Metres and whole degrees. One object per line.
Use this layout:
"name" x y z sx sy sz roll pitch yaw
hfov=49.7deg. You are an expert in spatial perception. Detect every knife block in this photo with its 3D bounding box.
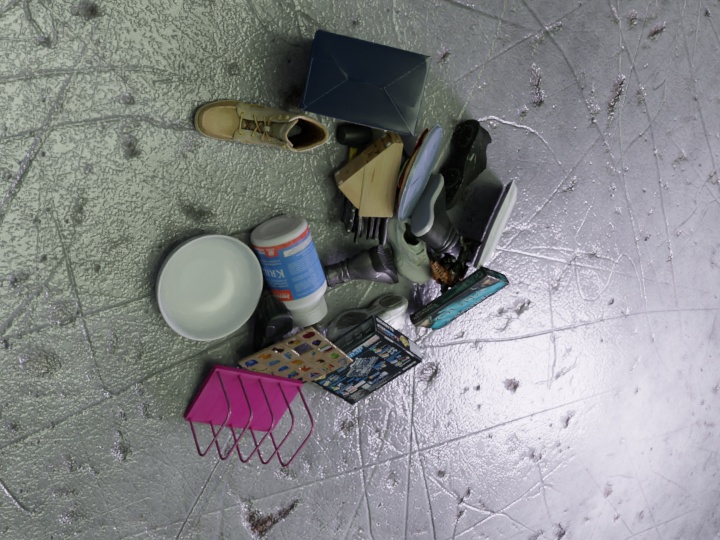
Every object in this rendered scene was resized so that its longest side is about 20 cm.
"knife block" 0.041 -0.146 1.519 0.200 0.064 0.176 -37 120 12

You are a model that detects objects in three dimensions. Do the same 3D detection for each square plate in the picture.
"square plate" 0.296 -0.094 1.699 0.028 0.200 0.199 23 94 5

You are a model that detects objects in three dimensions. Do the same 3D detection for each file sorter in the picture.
"file sorter" -0.210 0.289 1.500 0.200 0.126 0.139 17 117 -36

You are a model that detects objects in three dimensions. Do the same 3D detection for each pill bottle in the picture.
"pill bottle" -0.129 0.004 1.488 0.112 0.112 0.201 -29 118 -22

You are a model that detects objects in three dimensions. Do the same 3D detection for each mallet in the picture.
"mallet" -0.028 -0.192 1.539 0.066 0.041 0.201 2 109 -33

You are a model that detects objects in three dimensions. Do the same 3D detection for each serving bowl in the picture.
"serving bowl" -0.283 0.024 1.424 0.200 0.066 0.201 -11 111 -30

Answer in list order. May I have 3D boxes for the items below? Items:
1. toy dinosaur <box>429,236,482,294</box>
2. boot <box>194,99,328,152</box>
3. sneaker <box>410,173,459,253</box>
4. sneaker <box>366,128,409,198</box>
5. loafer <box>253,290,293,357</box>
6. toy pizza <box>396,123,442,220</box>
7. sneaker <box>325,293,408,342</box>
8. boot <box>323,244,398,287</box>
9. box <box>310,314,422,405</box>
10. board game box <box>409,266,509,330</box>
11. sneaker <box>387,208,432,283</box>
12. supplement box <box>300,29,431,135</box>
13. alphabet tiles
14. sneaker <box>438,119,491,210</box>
"toy dinosaur" 0.196 -0.011 1.681 0.102 0.200 0.136 17 94 3
"boot" -0.171 -0.248 1.349 0.199 0.155 0.073 2 105 -33
"sneaker" 0.159 -0.113 1.612 0.099 0.071 0.200 46 37 -27
"sneaker" 0.064 -0.238 1.560 0.084 0.075 0.201 -19 125 -25
"loafer" -0.173 0.117 1.501 0.073 0.072 0.200 -10 145 -26
"toy pizza" 0.107 -0.193 1.518 0.200 0.032 0.201 24 90 -80
"sneaker" 0.020 0.128 1.652 0.199 0.078 0.100 -20 121 -24
"boot" 0.000 0.000 1.594 0.131 0.070 0.200 -19 162 11
"box" 0.004 0.189 1.613 0.200 0.046 0.159 -35 132 23
"board game box" 0.216 0.064 1.693 0.200 0.028 0.135 -36 156 21
"sneaker" 0.107 -0.041 1.648 0.070 0.080 0.201 -43 125 -16
"supplement box" 0.003 -0.326 1.370 0.199 0.200 0.135 12 101 -6
"alphabet tiles" -0.138 0.185 1.527 0.200 0.008 0.167 -26 142 16
"sneaker" 0.229 -0.218 1.674 0.091 0.076 0.201 18 99 -46
